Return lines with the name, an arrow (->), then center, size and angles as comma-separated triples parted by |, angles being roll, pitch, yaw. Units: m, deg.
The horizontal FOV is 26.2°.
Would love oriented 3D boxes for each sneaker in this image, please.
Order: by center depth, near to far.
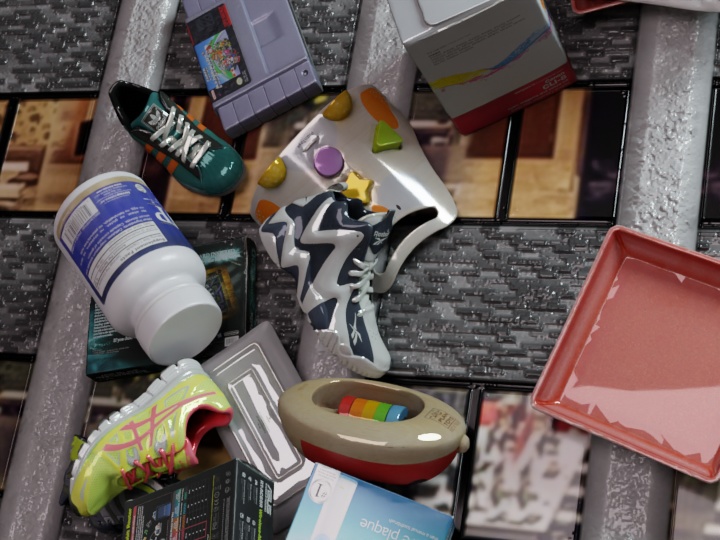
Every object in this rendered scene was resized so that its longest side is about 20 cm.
sneaker -> -0.209, 0.179, 1.560 | 0.090, 0.079, 0.200 | 35, 67, 24
sneaker -> 0.000, 0.000, 1.576 | 0.129, 0.079, 0.200 | -35, 80, 19
sneaker -> -0.237, 0.246, 1.625 | 0.198, 0.074, 0.082 | 22, 88, 34
sneaker -> -0.217, -0.153, 1.766 | 0.199, 0.080, 0.072 | 33, 84, 30

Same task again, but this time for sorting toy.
sorting toy -> 0.003, -0.078, 1.651 | 0.180, 0.107, 0.200 | 44, 89, 11

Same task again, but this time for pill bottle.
pill bottle -> -0.234, 0.001, 1.654 | 0.119, 0.120, 0.200 | -40, 59, 2

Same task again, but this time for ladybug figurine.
ladybug figurine -> 0.012, 0.162, 1.525 | 0.198, 0.136, 0.073 | 11, 111, 22

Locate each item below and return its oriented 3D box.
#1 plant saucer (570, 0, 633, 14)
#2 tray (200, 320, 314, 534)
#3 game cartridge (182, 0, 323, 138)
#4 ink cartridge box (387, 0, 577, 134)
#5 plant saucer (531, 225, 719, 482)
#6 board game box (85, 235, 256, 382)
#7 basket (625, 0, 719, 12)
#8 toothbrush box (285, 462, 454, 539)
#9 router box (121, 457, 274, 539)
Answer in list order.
plant saucer -> 0.316, -0.375, 1.662 | 0.198, 0.037, 0.202 | -13, 65, 19
tray -> -0.096, 0.160, 1.603 | 0.107, 0.022, 0.201 | -33, 69, 6
game cartridge -> -0.131, -0.263, 1.806 | 0.128, 0.038, 0.202 | -24, 62, 7
ink cartridge box -> 0.117, -0.269, 1.606 | 0.143, 0.200, 0.147 | -24, 62, 12
plant saucer -> 0.291, 0.080, 1.474 | 0.198, 0.037, 0.202 | 21, 77, 29
board game box -> -0.210, 0.043, 1.712 | 0.197, 0.028, 0.137 | -9, 65, 20
basket -> 0.299, -0.356, 1.564 | 0.198, 0.136, 0.125 | 12, 72, 26
toothbrush box -> -0.011, 0.306, 1.467 | 0.145, 0.085, 0.202 | 20, 78, 10
router box -> -0.157, 0.295, 1.453 | 0.149, 0.062, 0.202 | -23, 48, 29
